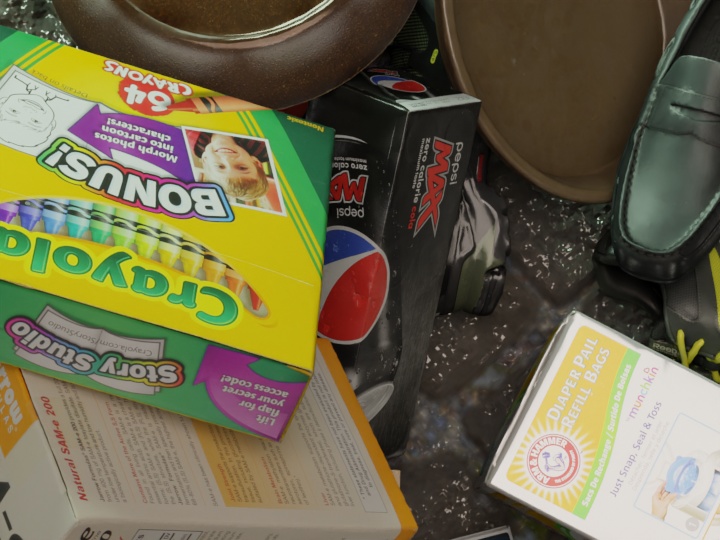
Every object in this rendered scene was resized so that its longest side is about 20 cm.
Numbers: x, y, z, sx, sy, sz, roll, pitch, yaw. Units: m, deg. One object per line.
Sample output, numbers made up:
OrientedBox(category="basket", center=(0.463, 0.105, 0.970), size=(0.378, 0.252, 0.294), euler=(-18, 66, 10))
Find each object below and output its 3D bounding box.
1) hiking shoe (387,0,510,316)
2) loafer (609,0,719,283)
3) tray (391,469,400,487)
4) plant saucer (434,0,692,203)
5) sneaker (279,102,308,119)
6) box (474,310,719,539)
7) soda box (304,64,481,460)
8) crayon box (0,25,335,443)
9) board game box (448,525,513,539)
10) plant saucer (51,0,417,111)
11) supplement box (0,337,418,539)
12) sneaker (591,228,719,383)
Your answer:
OrientedBox(category="hiking shoe", center=(0.022, -0.072, 1.516), size=(0.100, 0.076, 0.201), euler=(-6, 81, -9))
OrientedBox(category="loafer", center=(0.178, -0.085, 1.489), size=(0.068, 0.071, 0.201), euler=(16, 60, 15))
OrientedBox(category="tray", center=(-0.033, 0.204, 1.484), size=(0.098, 0.037, 0.201), euler=(3, 81, -4))
OrientedBox(category="plant saucer", center=(0.110, -0.134, 1.510), size=(0.199, 0.029, 0.201), euler=(6, 81, -41))
OrientedBox(category="sneaker", center=(-0.051, -0.152, 1.523), size=(0.108, 0.067, 0.202), euler=(28, 87, 0))
OrientedBox(category="box", center=(0.169, 0.113, 1.473), size=(0.199, 0.113, 0.102), euler=(27, 85, 1))
OrientedBox(category="soda box", center=(0.000, 0.000, 1.452), size=(0.063, 0.071, 0.201), euler=(22, 111, 32))
OrientedBox(category="crayon box", center=(-0.116, -0.023, 1.324), size=(0.199, 0.058, 0.173), euler=(16, 40, -11))
OrientedBox(category="board game box", center=(0.015, 0.210, 1.431), size=(0.199, 0.035, 0.127), euler=(-9, 79, -42))
OrientedBox(category="plant saucer", center=(-0.063, -0.175, 1.422), size=(0.199, 0.032, 0.201), euler=(-1, 68, 1))
OrientedBox(category="supplement box", center=(-0.087, 0.094, 1.345), size=(0.199, 0.074, 0.126), euler=(7, 44, -38))
OrientedBox(category="sneaker", center=(0.200, 0.038, 1.492), size=(0.084, 0.075, 0.200), euler=(-32, 59, -17))
